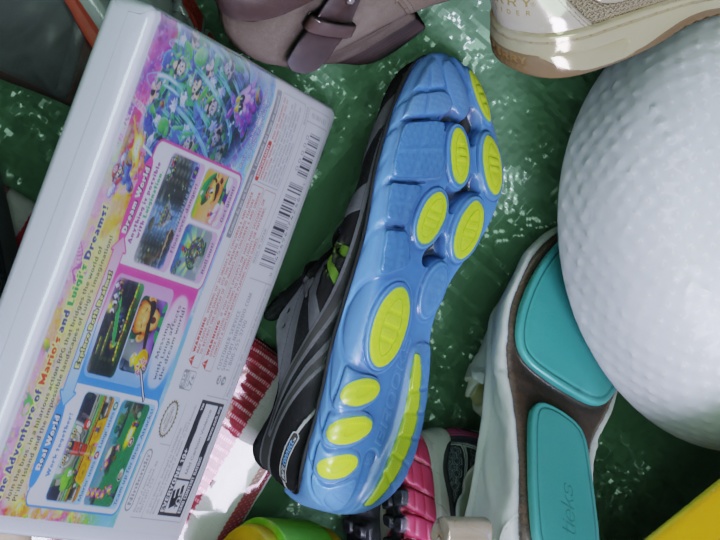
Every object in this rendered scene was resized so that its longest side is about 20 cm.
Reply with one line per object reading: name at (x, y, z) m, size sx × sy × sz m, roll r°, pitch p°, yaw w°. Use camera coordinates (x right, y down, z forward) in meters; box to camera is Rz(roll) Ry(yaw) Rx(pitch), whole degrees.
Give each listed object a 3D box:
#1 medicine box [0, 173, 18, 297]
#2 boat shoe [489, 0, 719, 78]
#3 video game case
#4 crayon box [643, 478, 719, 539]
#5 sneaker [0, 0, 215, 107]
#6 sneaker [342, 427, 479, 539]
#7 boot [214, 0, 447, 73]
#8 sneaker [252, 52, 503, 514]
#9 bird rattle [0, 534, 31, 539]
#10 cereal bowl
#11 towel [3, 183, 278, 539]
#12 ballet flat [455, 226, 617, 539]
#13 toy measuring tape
medicine box at (-0.240, 0.000, 0.907) m, size 0.198 × 0.182 × 0.104 m, roll -12°, pitch 91°, yaw 0°
boat shoe at (0.137, -0.143, 0.983) m, size 0.199 × 0.071 × 0.065 m, roll -28°, pitch 127°, yaw -28°
video game case at (-0.084, 0.009, 0.946) m, size 0.024 × 0.182 × 0.201 m, roll 20°, pitch 89°, yaw 23°
crayon box at (0.140, 0.141, 0.995) m, size 0.200 × 0.127 × 0.051 m, roll -42°, pitch 66°, yaw 13°
sneaker at (-0.131, -0.106, 0.991) m, size 0.082 × 0.077 × 0.200 m, roll -28°, pitch 113°, yaw 29°
sneaker at (0.037, 0.169, 1.050) m, size 0.074 × 0.081 × 0.202 m, roll -2°, pitch 104°, yaw -24°
boot at (0.028, -0.153, 0.953) m, size 0.200 × 0.146 × 0.070 m, roll -46°, pitch 71°, yaw 5°
sneaker at (0.000, 0.000, 1.015) m, size 0.071 × 0.082 × 0.201 m, roll 24°, pitch 81°, yaw -43°
bird rattle at (-0.211, 0.112, 0.949) m, size 0.162 × 0.200 × 0.113 m, roll -13°, pitch 60°, yaw -18°
cereal bowl at (0.185, -0.022, 1.004) m, size 0.199 × 0.083 × 0.202 m, roll 1°, pitch 87°, yaw -27°
towel at (-0.134, 0.057, 1.033) m, size 0.199 × 0.023 × 0.145 m, roll 32°, pitch 92°, yaw -14°
ballet flat at (0.068, 0.063, 1.005) m, size 0.069 × 0.201 × 0.070 m, roll 6°, pitch 136°, yaw 5°
toy measuring tape at (-0.015, 0.122, 1.002) m, size 0.073 × 0.074 × 0.200 m, roll 35°, pitch 137°, yaw -13°
